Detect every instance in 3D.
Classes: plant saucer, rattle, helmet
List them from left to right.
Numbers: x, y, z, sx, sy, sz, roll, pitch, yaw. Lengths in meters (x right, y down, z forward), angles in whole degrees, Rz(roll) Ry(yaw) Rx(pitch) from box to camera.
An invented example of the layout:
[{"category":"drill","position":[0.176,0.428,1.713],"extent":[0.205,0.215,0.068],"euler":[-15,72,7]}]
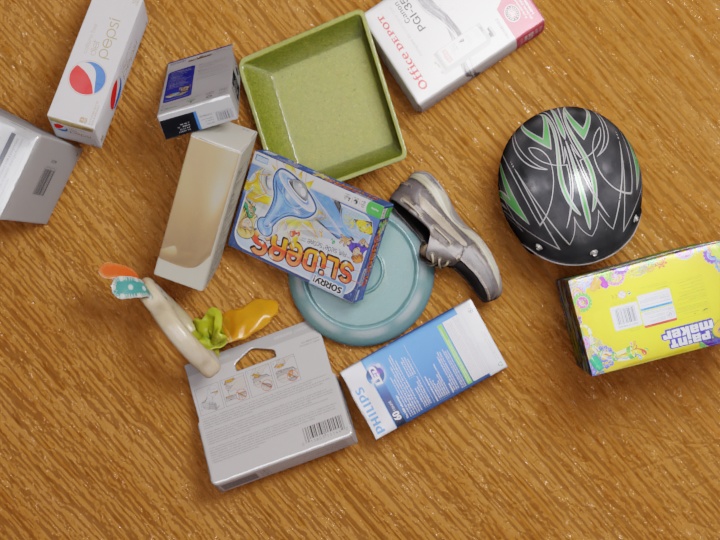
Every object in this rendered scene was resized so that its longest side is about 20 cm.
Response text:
[{"category":"rattle","position":[-0.222,0.031,1.690],"extent":[0.142,0.130,0.201],"euler":[-32,107,15]},{"category":"plant saucer","position":[-0.043,-0.214,1.707],"extent":[0.199,0.048,0.201],"euler":[-17,89,26]},{"category":"plant saucer","position":[0.000,0.000,1.734],"extent":[0.198,0.027,0.202],"euler":[0,86,3]},{"category":"helmet","position":[0.265,-0.106,1.639],"extent":[0.198,0.191,0.202],"euler":[0,90,4]}]

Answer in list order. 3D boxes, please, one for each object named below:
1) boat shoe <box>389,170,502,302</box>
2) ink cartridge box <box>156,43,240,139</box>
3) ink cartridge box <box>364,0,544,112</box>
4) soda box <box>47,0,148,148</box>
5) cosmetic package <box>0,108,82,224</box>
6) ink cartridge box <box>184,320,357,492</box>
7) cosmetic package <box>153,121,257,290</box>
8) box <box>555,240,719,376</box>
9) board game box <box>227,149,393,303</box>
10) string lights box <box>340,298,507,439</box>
[{"category":"boat shoe","position":[0.108,-0.034,1.705],"extent":[0.073,0.075,0.201],"euler":[-33,79,-16]},{"category":"ink cartridge box","position":[-0.207,-0.235,1.686],"extent":[0.099,0.200,0.039],"euler":[-16,119,5]},{"category":"ink cartridge box","position":[0.120,-0.323,1.702],"extent":[0.199,0.083,0.147],"euler":[-34,88,3]},{"category":"soda box","position":[-0.345,-0.269,1.712],"extent":[0.068,0.064,0.202],"euler":[15,72,3]},{"category":"cosmetic package","position":[-0.498,-0.157,1.685],"extent":[0.199,0.199,0.124],"euler":[27,92,3]},{"category":"ink cartridge box","position":[-0.122,0.180,1.742],"extent":[0.198,0.045,0.177],"euler":[-20,64,4]},{"category":"cosmetic package","position":[-0.201,-0.088,1.683],"extent":[0.071,0.105,0.201],"euler":[19,112,1]},{"category":"box","position":[0.362,0.044,1.634],"extent":[0.198,0.193,0.123],"euler":[-15,89,4]},{"category":"board game box","position":[-0.067,-0.059,1.694],"extent":[0.199,0.034,0.136],"euler":[24,107,20]},{"category":"string lights box","position":[0.084,0.130,1.720],"extent":[0.199,0.059,0.103],"euler":[-29,88,4]}]
